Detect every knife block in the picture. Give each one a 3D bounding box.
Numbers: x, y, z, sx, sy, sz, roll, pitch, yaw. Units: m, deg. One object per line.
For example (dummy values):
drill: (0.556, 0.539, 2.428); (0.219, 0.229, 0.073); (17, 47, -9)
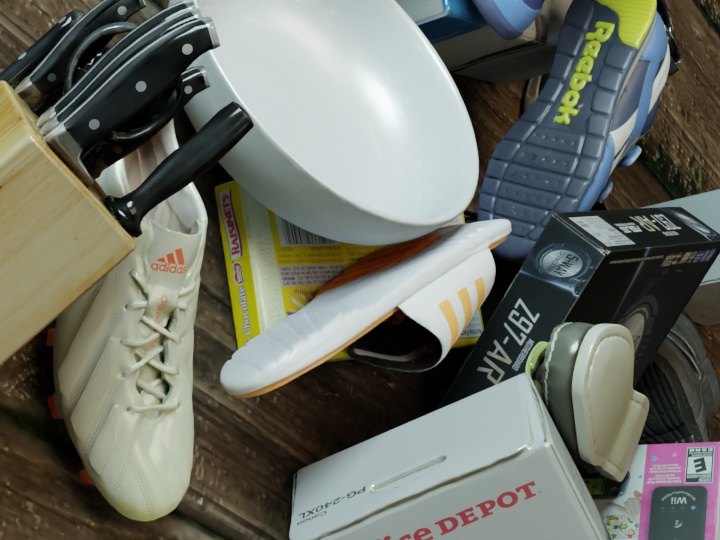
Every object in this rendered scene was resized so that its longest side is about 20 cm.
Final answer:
knife block: (-0.131, -0.017, 0.563); (0.064, 0.175, 0.200); (50, 43, -32)

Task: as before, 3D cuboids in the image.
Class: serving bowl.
serving bowl: (-0.029, -0.092, 0.809); (0.200, 0.066, 0.200); (30, 40, -28)

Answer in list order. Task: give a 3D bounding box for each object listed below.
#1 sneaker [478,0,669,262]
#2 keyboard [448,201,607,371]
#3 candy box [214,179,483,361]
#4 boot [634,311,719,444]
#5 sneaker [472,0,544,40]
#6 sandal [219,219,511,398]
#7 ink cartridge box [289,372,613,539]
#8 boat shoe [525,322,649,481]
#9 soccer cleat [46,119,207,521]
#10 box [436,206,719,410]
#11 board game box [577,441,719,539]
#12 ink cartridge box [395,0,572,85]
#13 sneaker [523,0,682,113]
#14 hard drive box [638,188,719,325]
sneaker: (0.148, -0.088, 0.976); (0.200, 0.074, 0.082); (-60, 147, -8)
keyboard: (0.107, -0.002, 1.022); (0.200, 0.040, 0.104); (-21, 93, -44)
candy box: (0.000, 0.000, 0.865); (0.200, 0.026, 0.102); (-1, 81, -50)
boot: (0.263, 0.134, 1.179); (0.132, 0.070, 0.200); (-33, 110, -60)
sneaker: (0.116, -0.225, 0.921); (0.074, 0.082, 0.200); (50, 44, -34)
sandal: (0.009, 0.033, 0.792); (0.207, 0.079, 0.059); (-33, 106, -40)
ink cartridge box: (0.069, 0.174, 0.798); (0.200, 0.145, 0.083); (62, 11, -21)
boat shoe: (0.123, 0.073, 0.858); (0.072, 0.060, 0.202); (-66, 158, -12)
soccer cleat: (-0.102, 0.013, 0.681); (0.069, 0.077, 0.201); (-2, 81, -55)
box: (0.146, 0.037, 0.974); (0.044, 0.160, 0.200); (39, 22, 26)
board game box: (0.154, 0.209, 0.918); (0.064, 0.147, 0.200); (54, 39, -46)
ink cartridge box: (0.069, -0.213, 0.996); (0.200, 0.084, 0.145); (2, 77, -54)
sneaker: (0.187, -0.141, 1.130); (0.071, 0.099, 0.200); (47, 45, -39)
hard drive box: (0.337, -0.018, 1.214); (0.156, 0.200, 0.077); (17, 65, -53)
